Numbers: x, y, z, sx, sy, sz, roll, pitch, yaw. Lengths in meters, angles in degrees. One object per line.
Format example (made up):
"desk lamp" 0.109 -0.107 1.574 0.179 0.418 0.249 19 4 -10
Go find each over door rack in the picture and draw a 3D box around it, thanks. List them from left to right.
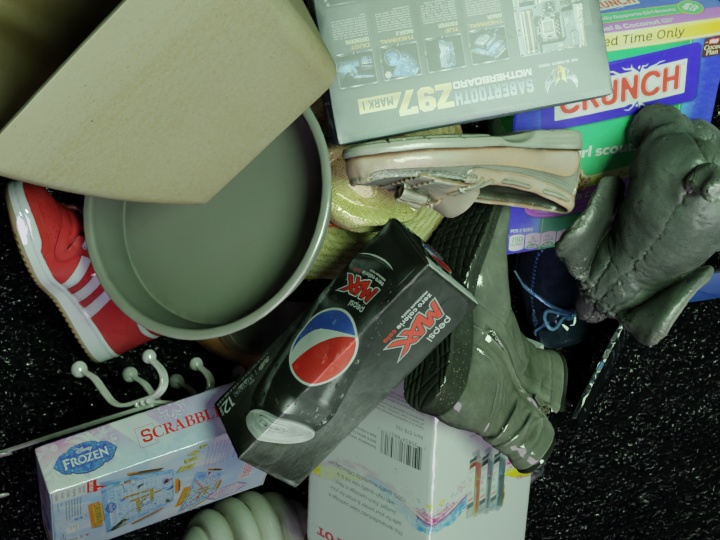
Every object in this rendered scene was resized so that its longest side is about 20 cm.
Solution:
"over door rack" -0.206 0.124 1.081 0.199 0.067 0.147 -31 158 20

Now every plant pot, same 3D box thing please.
"plant pot" -0.131 -0.159 0.810 0.200 0.201 0.176 -41 140 19

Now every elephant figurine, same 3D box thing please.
"elephant figurine" 0.216 -0.011 0.976 0.154 0.142 0.201 19 119 -37

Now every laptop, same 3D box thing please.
"laptop" 0.278 0.069 1.143 0.201 0.103 0.177 -62 165 -3

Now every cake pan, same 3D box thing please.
"cake pan" -0.106 -0.049 0.919 0.199 0.201 0.037 -34 160 13

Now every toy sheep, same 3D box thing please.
"toy sheep" -0.107 0.277 1.235 0.198 0.138 0.139 4 129 -30

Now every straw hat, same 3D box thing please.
"straw hat" -0.001 -0.069 0.955 0.199 0.085 0.203 -6 111 -16

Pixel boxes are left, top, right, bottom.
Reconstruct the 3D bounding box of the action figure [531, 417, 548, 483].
"action figure" 0.122 0.138 1.204 0.101 0.119 0.201 -20 140 -9

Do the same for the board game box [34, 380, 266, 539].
"board game box" -0.165 0.163 1.065 0.198 0.041 0.200 -17 159 -20

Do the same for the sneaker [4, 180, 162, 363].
"sneaker" -0.190 -0.011 0.993 0.111 0.072 0.201 -18 141 3

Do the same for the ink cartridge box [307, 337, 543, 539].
"ink cartridge box" 0.053 0.151 1.099 0.144 0.144 0.202 -17 118 -44

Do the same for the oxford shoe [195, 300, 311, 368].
"oxford shoe" -0.061 0.064 1.122 0.199 0.072 0.071 24 152 -39

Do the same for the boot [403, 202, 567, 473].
"boot" 0.109 0.046 1.000 0.130 0.202 0.067 30 152 -29

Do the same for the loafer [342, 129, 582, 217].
"loafer" 0.079 -0.065 0.907 0.198 0.072 0.064 -7 94 -32

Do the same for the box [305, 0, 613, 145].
"box" 0.064 -0.180 0.884 0.198 0.051 0.160 -11 96 -5

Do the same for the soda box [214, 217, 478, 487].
"soda box" -0.013 0.062 0.944 0.200 0.063 0.071 -46 132 10

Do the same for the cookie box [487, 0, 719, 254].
"cookie box" 0.188 -0.122 1.020 0.169 0.076 0.201 -9 132 -9

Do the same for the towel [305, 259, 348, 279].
"towel" 0.000 0.000 1.073 0.198 0.018 0.086 -1 170 -17

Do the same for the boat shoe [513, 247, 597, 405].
"boat shoe" 0.192 0.041 1.170 0.083 0.069 0.201 -22 134 1
